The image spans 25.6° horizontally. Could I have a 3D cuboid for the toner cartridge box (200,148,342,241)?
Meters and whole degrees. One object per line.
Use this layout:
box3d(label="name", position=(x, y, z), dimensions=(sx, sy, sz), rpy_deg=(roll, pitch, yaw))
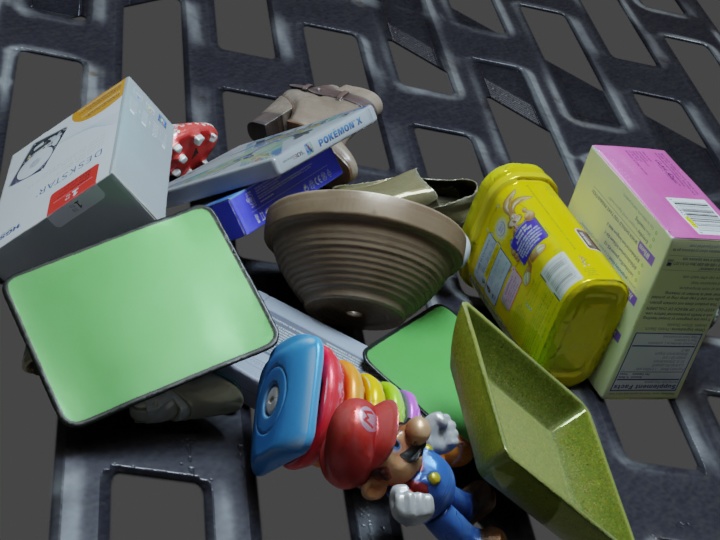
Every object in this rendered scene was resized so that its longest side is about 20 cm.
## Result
box3d(label="toner cartridge box", position=(-0.109, -0.075, 1.656), dimensions=(0.200, 0.095, 0.043), rpy_deg=(-37, 105, -54))

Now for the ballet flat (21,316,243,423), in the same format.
box3d(label="ballet flat", position=(-0.203, 0.098, 1.374), dimensions=(0.200, 0.070, 0.069), rpy_deg=(20, 30, 7))

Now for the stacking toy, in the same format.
box3d(label="stacking toy", position=(0.012, 0.134, 1.367), dimensions=(0.200, 0.116, 0.110), rpy_deg=(17, 64, -22))

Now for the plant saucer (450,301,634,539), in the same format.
box3d(label="plant saucer", position=(0.151, 0.151, 1.399), dimensions=(0.200, 0.048, 0.200), rpy_deg=(40, 23, -33))

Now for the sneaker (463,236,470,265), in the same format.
box3d(label="sneaker", position=(0.015, -0.032, 1.675), dimensions=(0.200, 0.073, 0.071), rpy_deg=(12, 18, 14))

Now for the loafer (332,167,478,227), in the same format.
box3d(label="loafer", position=(0.048, -0.079, 1.773), dimensions=(0.200, 0.068, 0.076), rpy_deg=(-1, 35, -29))

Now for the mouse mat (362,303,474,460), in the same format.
box3d(label="mouse mat", position=(0.110, 0.118, 1.509), dimensions=(0.200, 0.008, 0.161), rpy_deg=(43, 35, 14))

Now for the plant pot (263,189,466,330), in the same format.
box3d(label="plant pot", position=(0.000, 0.000, 1.553), dimensions=(0.201, 0.201, 0.093), rpy_deg=(12, 70, -10))

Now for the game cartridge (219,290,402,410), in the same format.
box3d(label="game cartridge", position=(-0.069, 0.086, 1.479), dimensions=(0.200, 0.042, 0.133), rpy_deg=(27, 36, 15))

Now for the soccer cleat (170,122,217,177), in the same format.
box3d(label="soccer cleat", position=(-0.237, -0.131, 1.712), dimensions=(0.085, 0.069, 0.200), rpy_deg=(38, 40, 23))

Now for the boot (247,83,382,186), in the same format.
box3d(label="boot", position=(-0.030, -0.170, 1.860), dimensions=(0.146, 0.070, 0.200), rpy_deg=(-27, 42, -35))

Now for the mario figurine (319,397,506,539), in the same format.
box3d(label="mario figurine", position=(0.055, 0.161, 1.277), dimensions=(0.200, 0.106, 0.123), rpy_deg=(40, -11, -36))

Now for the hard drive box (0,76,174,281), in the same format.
box3d(label="hard drive box", position=(-0.264, -0.076, 1.513), dimensions=(0.077, 0.156, 0.200), rpy_deg=(50, 17, -28))

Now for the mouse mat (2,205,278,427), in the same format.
box3d(label="mouse mat", position=(-0.189, 0.035, 1.362), dimensions=(0.200, 0.008, 0.161), rpy_deg=(-21, 63, -17))

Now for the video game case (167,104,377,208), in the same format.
box3d(label="video game case", position=(-0.108, -0.117, 1.668), dimensions=(0.200, 0.022, 0.182), rpy_deg=(-12, 14, 39))

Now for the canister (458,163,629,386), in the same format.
box3d(label="canister", position=(0.184, 0.006, 1.633), dimensions=(0.086, 0.149, 0.200), rpy_deg=(2, 36, -27))

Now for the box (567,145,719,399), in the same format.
box3d(label="box", position=(0.283, 0.002, 1.635), dimensions=(0.097, 0.200, 0.176), rpy_deg=(3, 33, -26))

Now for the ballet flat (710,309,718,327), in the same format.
box3d(label="ballet flat", position=(0.342, 0.000, 1.807), dimensions=(0.074, 0.074, 0.200), rpy_deg=(-13, 45, -41))
